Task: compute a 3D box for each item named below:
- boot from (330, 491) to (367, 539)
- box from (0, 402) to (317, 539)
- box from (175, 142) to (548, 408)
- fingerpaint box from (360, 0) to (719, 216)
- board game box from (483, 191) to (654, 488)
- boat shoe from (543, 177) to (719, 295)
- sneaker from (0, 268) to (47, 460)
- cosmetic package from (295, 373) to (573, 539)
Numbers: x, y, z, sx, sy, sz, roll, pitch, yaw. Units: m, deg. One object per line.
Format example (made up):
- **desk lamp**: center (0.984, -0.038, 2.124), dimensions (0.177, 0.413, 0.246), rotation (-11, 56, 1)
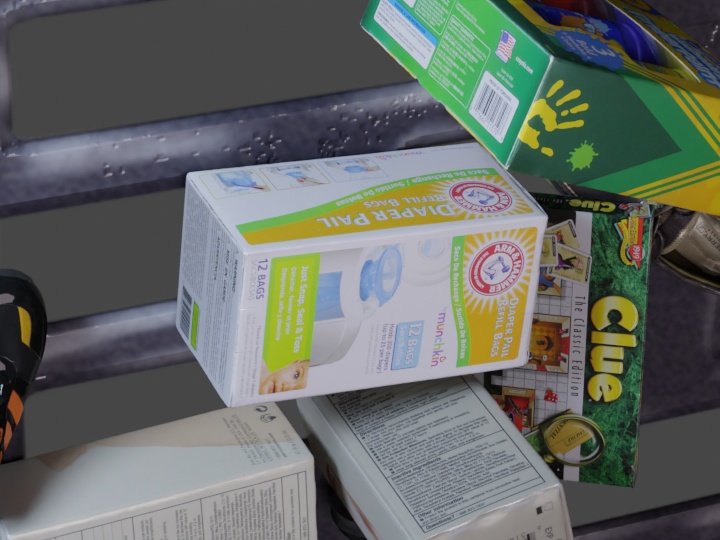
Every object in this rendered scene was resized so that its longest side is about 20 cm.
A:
- **boot**: center (0.055, 0.221, 1.709), dimensions (0.165, 0.066, 0.200), rotation (-10, 127, -19)
- **box**: center (-0.133, 0.157, 1.561), dimensions (0.200, 0.078, 0.095), rotation (-12, 123, -20)
- **box**: center (0.000, 0.000, 1.516), dimensions (0.200, 0.101, 0.113), rotation (-7, 122, -23)
- **fingerpaint box**: center (0.120, -0.118, 1.441), dimensions (0.167, 0.200, 0.073), rotation (11, 113, -30)
- **board game box**: center (0.132, 0.046, 1.611), dimensions (0.105, 0.023, 0.200), rotation (4, 117, 9)
- **boat shoe**: center (0.197, -0.041, 1.610), dimensions (0.200, 0.065, 0.073), rotation (26, 107, -34)
- **sneaker**: center (-0.227, 0.099, 1.471), dimensions (0.070, 0.090, 0.200), rotation (14, 112, -32)
- **cosmetic package**: center (0.044, 0.126, 1.553), dimensions (0.103, 0.200, 0.087), rotation (-21, 127, -12)
